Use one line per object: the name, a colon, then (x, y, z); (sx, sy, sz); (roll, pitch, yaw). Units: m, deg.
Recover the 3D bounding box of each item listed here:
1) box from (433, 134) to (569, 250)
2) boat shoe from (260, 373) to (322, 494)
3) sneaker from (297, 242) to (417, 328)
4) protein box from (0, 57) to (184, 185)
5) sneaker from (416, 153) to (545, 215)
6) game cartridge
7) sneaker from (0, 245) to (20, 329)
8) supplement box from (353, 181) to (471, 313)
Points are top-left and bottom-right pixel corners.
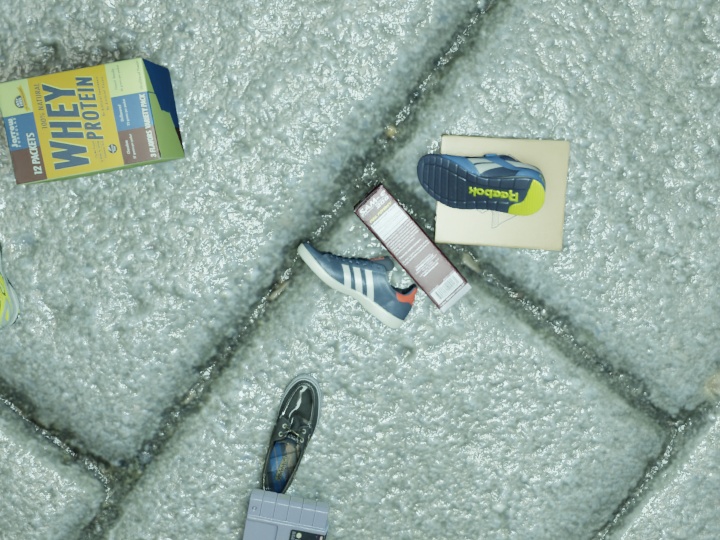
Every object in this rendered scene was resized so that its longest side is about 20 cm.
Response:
box: (0.214, -0.119, 1.478); (0.196, 0.021, 0.167); (3, 96, -1)
boat shoe: (-0.111, 0.262, 1.497); (0.069, 0.066, 0.203); (22, 97, -4)
sneaker: (0.000, 0.000, 1.466); (0.198, 0.075, 0.085); (34, 97, -15)
protein box: (-0.370, -0.207, 1.367); (0.196, 0.199, 0.138); (-10, 97, 1)
sneaker: (0.180, -0.134, 1.435); (0.197, 0.082, 0.075); (15, 125, 15)
game cartridge: (-0.123, 0.437, 1.506); (0.127, 0.039, 0.203); (13, 115, 2)
sneaker: (-0.573, -0.006, 1.450); (0.074, 0.076, 0.203); (-26, 96, 4)
supplement box: (0.075, -0.036, 1.443); (0.061, 0.109, 0.201); (-41, 95, 4)
